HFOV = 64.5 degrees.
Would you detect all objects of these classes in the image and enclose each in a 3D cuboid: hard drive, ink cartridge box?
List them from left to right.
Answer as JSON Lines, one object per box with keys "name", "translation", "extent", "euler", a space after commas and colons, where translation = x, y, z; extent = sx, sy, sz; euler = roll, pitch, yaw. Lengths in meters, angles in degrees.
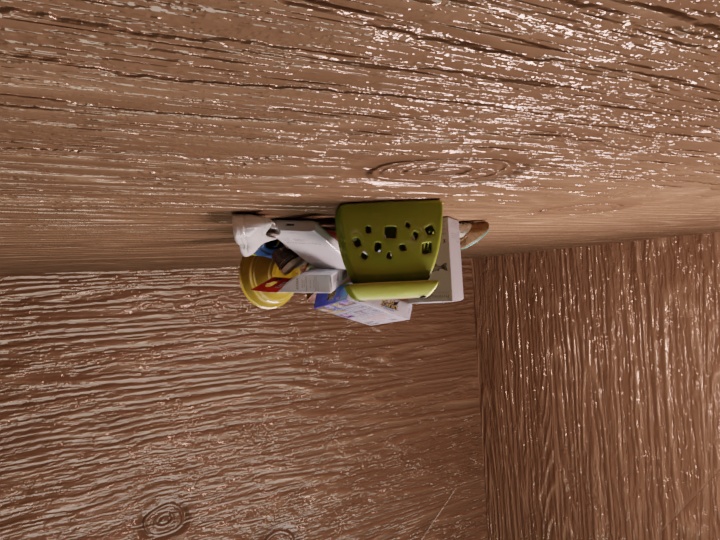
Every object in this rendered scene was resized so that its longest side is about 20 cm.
{"name": "ink cartridge box", "translation": [-0.144, 0.015, 1.375], "extent": [0.198, 0.048, 0.160], "euler": [2, -169, 12]}
{"name": "hard drive", "translation": [-0.102, -0.055, 1.265], "extent": [0.131, 0.027, 0.200], "euler": [4, 159, 31]}

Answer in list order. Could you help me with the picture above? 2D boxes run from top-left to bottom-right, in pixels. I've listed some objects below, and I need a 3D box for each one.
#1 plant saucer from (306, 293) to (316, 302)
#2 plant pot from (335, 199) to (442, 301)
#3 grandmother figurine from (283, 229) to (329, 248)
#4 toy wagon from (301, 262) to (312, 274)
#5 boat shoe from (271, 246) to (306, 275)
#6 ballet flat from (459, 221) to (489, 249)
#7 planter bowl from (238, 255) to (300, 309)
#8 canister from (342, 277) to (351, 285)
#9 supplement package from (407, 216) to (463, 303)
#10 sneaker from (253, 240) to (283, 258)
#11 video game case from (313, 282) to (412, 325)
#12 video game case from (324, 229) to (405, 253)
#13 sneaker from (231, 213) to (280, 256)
{"name": "plant saucer", "translation": [-0.081, 0.026, 1.679], "extent": [0.199, 0.035, 0.200], "euler": [-33, 171, -6]}
{"name": "plant pot", "translation": [0.054, -0.033, 1.131], "extent": [0.197, 0.184, 0.200], "euler": [-3, 177, -5]}
{"name": "grandmother figurine", "translation": [-0.130, -0.079, 1.413], "extent": [0.120, 0.061, 0.199], "euler": [13, -176, 29]}
{"name": "toy wagon", "translation": [-0.125, -0.030, 1.651], "extent": [0.039, 0.156, 0.200], "euler": [31, 176, -1]}
{"name": "boat shoe", "translation": [-0.168, -0.040, 1.450], "extent": [0.072, 0.060, 0.200], "euler": [-44, 179, 18]}
{"name": "ballet flat", "translation": [0.241, -0.083, 1.506], "extent": [0.199, 0.068, 0.072], "euler": [-32, 121, 26]}
{"name": "planter bowl", "translation": [-0.229, 0.008, 1.582], "extent": [0.199, 0.203, 0.083], "euler": [-2, -178, -42]}
{"name": "canister", "translation": [0.000, 0.000, 1.501], "extent": [0.199, 0.087, 0.149], "euler": [-24, 127, 25]}
{"name": "supplement package", "translation": [0.182, -0.022, 1.410], "extent": [0.116, 0.202, 0.117], "euler": [-4, 178, 22]}
{"name": "sneaker", "translation": [-0.212, -0.067, 1.476], "extent": [0.078, 0.067, 0.199], "euler": [-8, 176, 29]}
{"name": "video game case", "translation": [0.002, 0.089, 1.441], "extent": [0.180, 0.046, 0.200], "euler": [18, 163, -25]}
{"name": "video game case", "translation": [0.007, -0.037, 1.305], "extent": [0.198, 0.018, 0.143], "euler": [14, 160, 5]}
{"name": "sneaker", "translation": [-0.206, -0.074, 1.165], "extent": [0.087, 0.076, 0.200], "euler": [-7, 177, -6]}
